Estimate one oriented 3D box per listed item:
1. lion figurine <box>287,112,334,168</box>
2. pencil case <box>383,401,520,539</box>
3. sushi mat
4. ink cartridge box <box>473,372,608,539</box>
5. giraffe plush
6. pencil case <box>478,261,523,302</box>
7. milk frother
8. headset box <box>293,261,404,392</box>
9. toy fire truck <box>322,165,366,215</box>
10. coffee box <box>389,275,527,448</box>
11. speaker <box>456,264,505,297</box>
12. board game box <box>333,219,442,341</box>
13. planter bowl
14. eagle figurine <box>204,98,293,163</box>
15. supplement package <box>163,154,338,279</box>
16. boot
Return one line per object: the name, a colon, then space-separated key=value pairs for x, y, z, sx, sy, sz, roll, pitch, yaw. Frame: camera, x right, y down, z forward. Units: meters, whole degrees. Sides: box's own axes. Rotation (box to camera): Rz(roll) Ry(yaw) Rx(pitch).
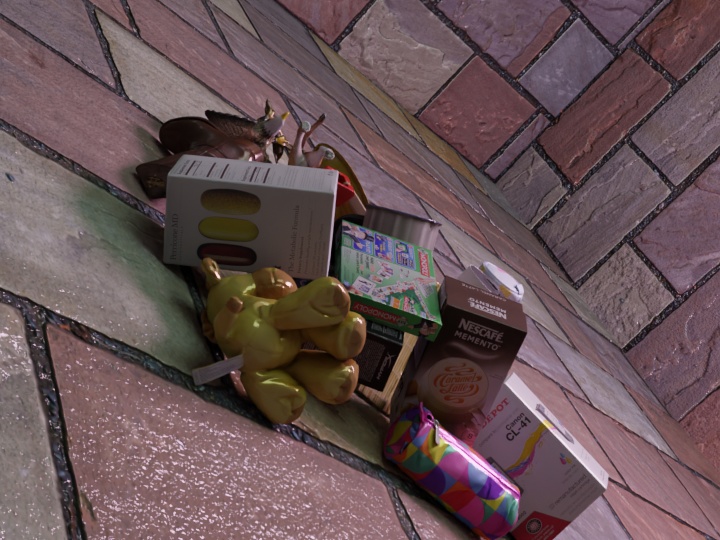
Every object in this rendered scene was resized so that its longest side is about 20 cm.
lion figurine: x=-0.087 y=-0.121 z=1.610 sx=0.072 sy=0.202 sz=0.122 roll=19 pitch=-22 yaw=-14
pencil case: x=0.117 y=0.256 z=1.392 sx=0.200 sy=0.088 sz=0.089 roll=42 pitch=15 yaw=-17
sushi mat: x=0.071 y=0.104 z=1.517 sx=0.095 sy=0.201 sz=0.012 roll=39 pitch=-21 yaw=-28
ink cartridge box: x=0.225 y=0.268 z=1.526 sx=0.200 sy=0.148 sz=0.086 roll=46 pitch=13 yaw=7
giraffe plush: x=-0.109 y=0.061 z=1.225 sx=0.198 sy=0.174 sz=0.162 roll=-2 pitch=25 yaw=-22
pencil case: x=0.183 y=0.084 z=1.817 sx=0.083 sy=0.201 sz=0.091 roll=16 pitch=24 yaw=-49
milk frother: x=0.000 y=0.000 z=1.545 sx=0.179 sy=0.190 sz=0.200 roll=14 pitch=1 yaw=17
headset box: x=-0.045 y=0.053 z=1.375 sx=0.198 sy=0.076 sz=0.149 roll=21 pitch=25 yaw=-5
toy fire truck: x=-0.027 y=-0.052 z=1.690 sx=0.200 sy=0.141 sz=0.049 roll=39 pitch=15 yaw=-35
coffee box: x=0.123 y=0.125 z=1.418 sx=0.113 sy=0.202 sz=0.080 roll=19 pitch=25 yaw=-5
speaker: x=0.124 y=0.087 z=1.628 sx=0.081 sy=0.200 sz=0.081 roll=42 pitch=14 yaw=-13
board game box: x=0.032 y=0.009 z=1.403 sx=0.133 sy=0.029 sz=0.201 roll=20 pitch=25 yaw=-10
planter bowl: x=-0.060 y=-0.097 z=1.777 sx=0.201 sy=0.083 sz=0.202 roll=50 pitch=-25 yaw=33
eagle figurine: x=-0.170 y=-0.203 z=1.748 sx=0.150 sy=0.152 sz=0.200 roll=23 pitch=30 yaw=7
supplement package: x=-0.131 y=-0.066 z=1.334 sx=0.197 sy=0.115 sz=0.110 roll=5 pitch=19 yaw=-1
boot: x=-0.257 y=-0.153 z=1.509 sx=0.185 sy=0.065 sz=0.200 roll=14 pitch=27 yaw=26
